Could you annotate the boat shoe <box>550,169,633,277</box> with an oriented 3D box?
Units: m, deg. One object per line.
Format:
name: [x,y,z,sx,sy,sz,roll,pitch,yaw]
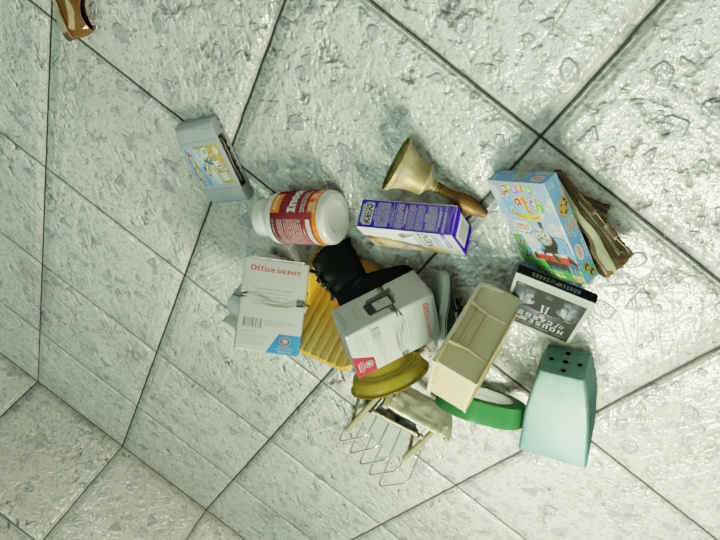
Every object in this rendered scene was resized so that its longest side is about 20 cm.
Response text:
boat shoe: [0.389,-0.092,1.009,0.074,0.075,0.204,-33,99,7]

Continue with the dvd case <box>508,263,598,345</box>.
dvd case: [0.353,0.070,1.144,0.148,0.025,0.201,23,155,15]

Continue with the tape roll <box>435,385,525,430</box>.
tape roll: [0.266,0.296,1.328,0.197,0.200,0.049,13,93,22]

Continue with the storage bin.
storage bin: [0.223,0.153,1.183,0.093,0.200,0.201,28,157,17]

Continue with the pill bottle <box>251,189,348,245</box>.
pill bottle: [-0.132,-0.113,1.279,0.196,0.113,0.115,2,128,31]

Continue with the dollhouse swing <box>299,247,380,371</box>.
dollhouse swing: [-0.054,0.088,1.359,0.197,0.177,0.184,21,136,16]

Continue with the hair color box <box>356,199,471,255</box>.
hair color box: [0.104,-0.084,1.156,0.196,0.066,0.109,9,166,28]

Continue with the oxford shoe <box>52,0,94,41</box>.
oxford shoe: [-0.607,-0.584,1.226,0.070,0.072,0.203,-10,125,5]

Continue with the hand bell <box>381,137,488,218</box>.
hand bell: [0.148,-0.149,1.105,0.197,0.105,0.104,28,138,-10]

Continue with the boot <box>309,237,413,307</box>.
boot: [0.001,0.000,1.298,0.164,0.196,0.074,56,174,19]

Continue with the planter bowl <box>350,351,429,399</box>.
planter bowl: [0.056,0.215,1.400,0.198,0.200,0.085,-12,105,38]

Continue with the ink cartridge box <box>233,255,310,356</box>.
ink cartridge box: [-0.193,0.076,1.321,0.141,0.084,0.205,8,91,-3]

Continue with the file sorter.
file sorter: [0.056,0.487,1.671,0.138,0.125,0.201,-26,110,43]

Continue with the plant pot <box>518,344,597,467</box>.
plant pot: [0.419,0.269,1.242,0.139,0.141,0.204,11,124,24]

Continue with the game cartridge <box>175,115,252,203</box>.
game cartridge: [-0.334,-0.245,1.353,0.131,0.042,0.203,-3,124,30]

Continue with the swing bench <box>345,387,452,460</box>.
swing bench: [0.101,0.357,1.502,0.197,0.131,0.200,31,137,-15]

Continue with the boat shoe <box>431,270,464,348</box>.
boat shoe: [0.189,0.080,1.282,0.062,0.071,0.203,-9,130,-7]

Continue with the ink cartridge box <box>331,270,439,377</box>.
ink cartridge box: [0.055,0.112,1.241,0.084,0.197,0.147,56,167,44]

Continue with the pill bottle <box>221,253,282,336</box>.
pill bottle: [-0.244,0.066,1.429,0.110,0.201,0.111,30,157,14]

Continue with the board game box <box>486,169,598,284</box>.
board game box: [0.311,-0.078,1.030,0.202,0.036,0.151,60,165,-22]
